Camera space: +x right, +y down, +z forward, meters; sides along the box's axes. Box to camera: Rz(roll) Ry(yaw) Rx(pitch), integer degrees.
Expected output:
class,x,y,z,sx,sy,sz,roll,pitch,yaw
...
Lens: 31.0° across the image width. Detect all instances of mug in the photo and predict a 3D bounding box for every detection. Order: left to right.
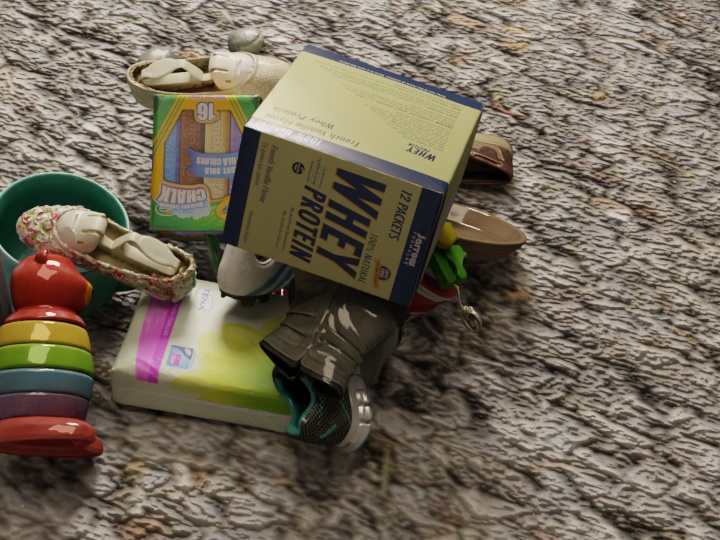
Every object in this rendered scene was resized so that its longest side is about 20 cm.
class,x,y,z,sx,sy,sz,roll,pitch,yaw
mug,-0.328,-0.009,1.459,0.185,0.115,0.152,36,50,12

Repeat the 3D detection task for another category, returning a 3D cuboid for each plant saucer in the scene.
class,x,y,z,sx,sy,sz,roll,pitch,yaw
plant saucer,0.099,-0.053,1.551,0.199,0.030,0.200,12,15,-3

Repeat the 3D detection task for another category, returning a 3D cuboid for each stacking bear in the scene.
class,x,y,z,sx,sy,sz,roll,pitch,yaw
stacking bear,-0.317,0.080,1.312,0.113,0.121,0.201,0,73,-5

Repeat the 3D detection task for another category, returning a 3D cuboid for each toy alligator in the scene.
class,x,y,z,sx,sy,sz,roll,pitch,yaw
toy alligator,0.090,-0.024,1.424,0.054,0.059,0.200,-23,76,-40

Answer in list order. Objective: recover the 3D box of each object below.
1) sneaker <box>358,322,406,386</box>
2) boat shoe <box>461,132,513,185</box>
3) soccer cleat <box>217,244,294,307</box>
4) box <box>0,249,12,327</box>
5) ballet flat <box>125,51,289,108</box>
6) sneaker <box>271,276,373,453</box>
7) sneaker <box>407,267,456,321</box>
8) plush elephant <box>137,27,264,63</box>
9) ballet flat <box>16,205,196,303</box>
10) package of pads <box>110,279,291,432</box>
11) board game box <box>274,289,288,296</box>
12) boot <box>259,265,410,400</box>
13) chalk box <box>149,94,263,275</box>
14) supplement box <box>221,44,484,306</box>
class,x,y,z,sx,sy,sz,roll,pitch,yaw
sneaker,0.017,0.040,1.394,0.079,0.201,0.074,9,29,-26
boat shoe,0.100,-0.140,1.671,0.199,0.072,0.072,8,43,-6
soccer cleat,-0.081,-0.020,1.442,0.070,0.087,0.200,21,22,27
box,-0.468,0.058,1.333,0.199,0.184,0.105,7,45,2
ballet flat,-0.183,-0.226,1.532,0.199,0.062,0.068,-6,64,14
sneaker,-0.052,0.090,1.334,0.091,0.078,0.201,4,57,-35
sneaker,0.000,0.000,1.466,0.200,0.116,0.078,35,41,-15
plush elephant,-0.180,-0.185,1.640,0.164,0.200,0.155,-8,66,7
ballet flat,-0.262,-0.029,1.376,0.199,0.064,0.076,20,58,-16
package of pads,-0.155,0.086,1.415,0.199,0.068,0.155,11,44,2
board game box,-0.058,-0.045,1.588,0.199,0.026,0.200,-15,48,-20
boot,-0.058,0.034,1.306,0.200,0.068,0.131,35,71,31
chalk box,-0.171,-0.093,1.497,0.123,0.124,0.201,2,85,3
supplement box,-0.004,-0.099,1.286,0.199,0.135,0.200,19,35,5
